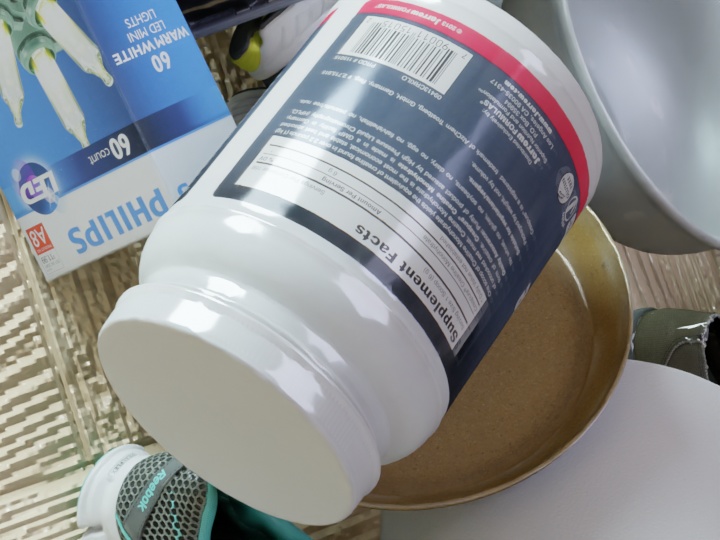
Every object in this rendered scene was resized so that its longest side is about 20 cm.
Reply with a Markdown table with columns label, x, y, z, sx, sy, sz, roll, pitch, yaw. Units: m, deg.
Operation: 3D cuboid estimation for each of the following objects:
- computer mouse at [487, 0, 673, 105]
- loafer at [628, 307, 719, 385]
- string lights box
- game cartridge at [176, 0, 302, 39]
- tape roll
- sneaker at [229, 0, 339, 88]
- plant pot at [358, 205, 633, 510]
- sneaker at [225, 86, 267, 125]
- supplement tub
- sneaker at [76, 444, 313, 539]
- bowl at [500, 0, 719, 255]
| label | x | y | z | sx | sy | sz | roll | pitch | yaw |
| --- | --- | --- | --- | --- | --- | --- | --- | --- | --- |
| computer mouse | 0.085 | -0.142 | 1.180 | 0.200 | 0.110 | 0.044 | 50 | 51 | -5 |
| loafer | 0.219 | 0.105 | 1.223 | 0.200 | 0.070 | 0.075 | 55 | 46 | -13 |
| string lights box | -0.135 | -0.107 | 0.945 | 0.059 | 0.103 | 0.200 | -30 | 96 | -47 |
| game cartridge | -0.028 | -0.179 | 0.998 | 0.041 | 0.199 | 0.134 | 55 | 25 | -44 |
| tape roll | 0.107 | 0.157 | 0.988 | 0.203 | 0.202 | 0.139 | 36 | 37 | -28 |
| sneaker | 0.029 | -0.141 | 1.029 | 0.200 | 0.074 | 0.085 | -40 | 109 | -9 |
| plant pot | 0.022 | 0.025 | 0.959 | 0.028 | 0.199 | 0.200 | 85 | 21 | -54 |
| sneaker | 0.000 | 0.000 | 1.058 | 0.200 | 0.078 | 0.090 | 33 | 54 | -17 |
| supplement tub | -0.002 | -0.010 | 0.883 | 0.140 | 0.140 | 0.200 | 48 | 61 | -20 |
| sneaker | -0.042 | 0.160 | 0.944 | 0.200 | 0.091 | 0.078 | 54 | 48 | -14 |
| bowl | 0.131 | -0.088 | 1.073 | 0.201 | 0.090 | 0.202 | 26 | 51 | -38 |
